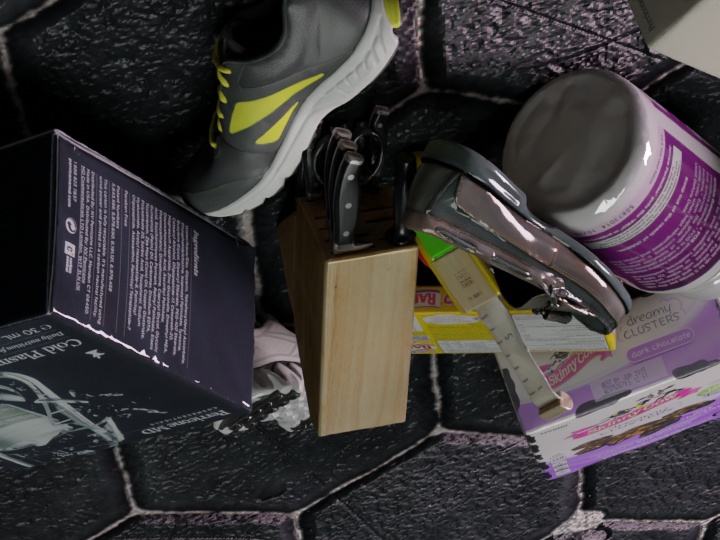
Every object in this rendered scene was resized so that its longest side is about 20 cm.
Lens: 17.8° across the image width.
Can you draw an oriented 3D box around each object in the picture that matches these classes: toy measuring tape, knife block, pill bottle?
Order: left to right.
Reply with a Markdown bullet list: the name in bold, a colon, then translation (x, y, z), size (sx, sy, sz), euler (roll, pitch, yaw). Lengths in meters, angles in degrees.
- **knife block**: translation (0.000, 0.000, 1.483), size (0.064, 0.200, 0.176), euler (-9, 175, -14)
- **toy measuring tape**: translation (0.091, 0.002, 1.544), size (0.074, 0.200, 0.074), euler (-34, -176, 3)
- **pill bottle**: translation (0.190, -0.049, 1.551), size (0.112, 0.112, 0.200), euler (-33, 143, 22)

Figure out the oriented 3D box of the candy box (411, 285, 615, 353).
- **candy box**: translation (0.075, 0.034, 1.619), size (0.200, 0.026, 0.102), euler (-1, 164, 11)

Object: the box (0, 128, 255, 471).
- **box**: translation (-0.201, 0.025, 1.417), size (0.200, 0.124, 0.197), euler (-16, 153, 30)

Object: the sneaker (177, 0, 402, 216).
- **sneaker**: translation (-0.061, -0.114, 1.388), size (0.085, 0.074, 0.200), euler (24, 125, -29)

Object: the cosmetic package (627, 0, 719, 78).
- **cosmetic package**: translation (0.242, -0.217, 1.341), size (0.073, 0.104, 0.200), euler (17, 132, -40)

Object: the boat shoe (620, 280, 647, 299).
- **boat shoe**: translation (0.154, 0.001, 1.656), size (0.201, 0.063, 0.074), euler (16, 133, -43)

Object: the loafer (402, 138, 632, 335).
- **loafer**: translation (0.095, -0.007, 1.466), size (0.200, 0.072, 0.063), euler (40, 74, -36)

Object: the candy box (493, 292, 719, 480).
- **candy box**: translation (0.198, 0.083, 1.742), size (0.168, 0.072, 0.200), euler (-20, 163, 4)

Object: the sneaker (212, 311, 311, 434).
- **sneaker**: translation (-0.055, 0.068, 1.645), size (0.075, 0.081, 0.200), euler (-35, 163, 16)
